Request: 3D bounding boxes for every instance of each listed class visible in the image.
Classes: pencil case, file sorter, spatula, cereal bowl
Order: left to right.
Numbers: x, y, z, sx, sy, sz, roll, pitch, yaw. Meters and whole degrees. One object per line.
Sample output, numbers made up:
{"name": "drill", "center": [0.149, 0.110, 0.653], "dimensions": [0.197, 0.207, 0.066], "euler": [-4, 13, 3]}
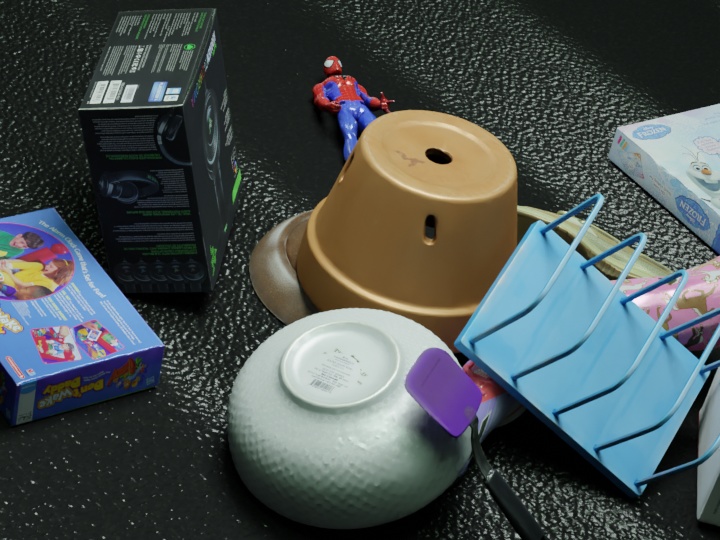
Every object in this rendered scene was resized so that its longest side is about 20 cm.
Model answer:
{"name": "cereal bowl", "center": [-0.010, 0.100, 1.533], "dimensions": [0.199, 0.084, 0.201], "euler": [-4, 43, 4]}
{"name": "spatula", "center": [0.096, 0.144, 1.500], "dimensions": [0.020, 0.201, 0.057], "euler": [-10, 32, 39]}
{"name": "file sorter", "center": [0.208, 0.059, 1.579], "dimensions": [0.200, 0.123, 0.139], "euler": [41, 62, -10]}
{"name": "pencil case", "center": [0.237, 0.040, 1.713], "dimensions": [0.199, 0.087, 0.083], "euler": [-9, 69, -9]}

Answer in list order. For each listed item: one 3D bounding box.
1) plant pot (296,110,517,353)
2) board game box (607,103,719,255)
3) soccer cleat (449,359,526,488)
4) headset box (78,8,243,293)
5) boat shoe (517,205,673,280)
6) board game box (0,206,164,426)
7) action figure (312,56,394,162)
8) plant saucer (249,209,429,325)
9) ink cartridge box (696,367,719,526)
{"name": "plant pot", "center": [0.055, -0.044, 1.696], "dimensions": [0.199, 0.141, 0.201], "euler": [10, 36, -7]}
{"name": "board game box", "center": [0.392, -0.095, 2.012], "dimensions": [0.199, 0.044, 0.199], "euler": [-14, 45, -33]}
{"name": "soccer cleat", "center": [0.083, 0.113, 1.602], "dimensions": [0.068, 0.073, 0.200], "euler": [31, 39, 21]}
{"name": "headset box", "center": [-0.169, -0.098, 1.704], "dimensions": [0.092, 0.201, 0.175], "euler": [-1, 34, 7]}
{"name": "boat shoe", "center": [0.216, -0.006, 1.813], "dimensions": [0.200, 0.074, 0.063], "euler": [24, 30, 9]}
{"name": "board game box", "center": [-0.269, 0.033, 1.615], "dimensions": [0.134, 0.045, 0.200], "euler": [-14, 44, -33]}
{"name": "action figure", "center": [-0.004, -0.154, 1.957], "dimensions": [0.065, 0.052, 0.200], "euler": [-4, 37, -18]}
{"name": "plant saucer", "center": [0.000, 0.000, 1.764], "dimensions": [0.199, 0.032, 0.201], "euler": [9, 36, -6]}
{"name": "ink cartridge box", "center": [0.387, 0.159, 1.632], "dimensions": [0.199, 0.083, 0.147], "euler": [15, 36, 0]}
